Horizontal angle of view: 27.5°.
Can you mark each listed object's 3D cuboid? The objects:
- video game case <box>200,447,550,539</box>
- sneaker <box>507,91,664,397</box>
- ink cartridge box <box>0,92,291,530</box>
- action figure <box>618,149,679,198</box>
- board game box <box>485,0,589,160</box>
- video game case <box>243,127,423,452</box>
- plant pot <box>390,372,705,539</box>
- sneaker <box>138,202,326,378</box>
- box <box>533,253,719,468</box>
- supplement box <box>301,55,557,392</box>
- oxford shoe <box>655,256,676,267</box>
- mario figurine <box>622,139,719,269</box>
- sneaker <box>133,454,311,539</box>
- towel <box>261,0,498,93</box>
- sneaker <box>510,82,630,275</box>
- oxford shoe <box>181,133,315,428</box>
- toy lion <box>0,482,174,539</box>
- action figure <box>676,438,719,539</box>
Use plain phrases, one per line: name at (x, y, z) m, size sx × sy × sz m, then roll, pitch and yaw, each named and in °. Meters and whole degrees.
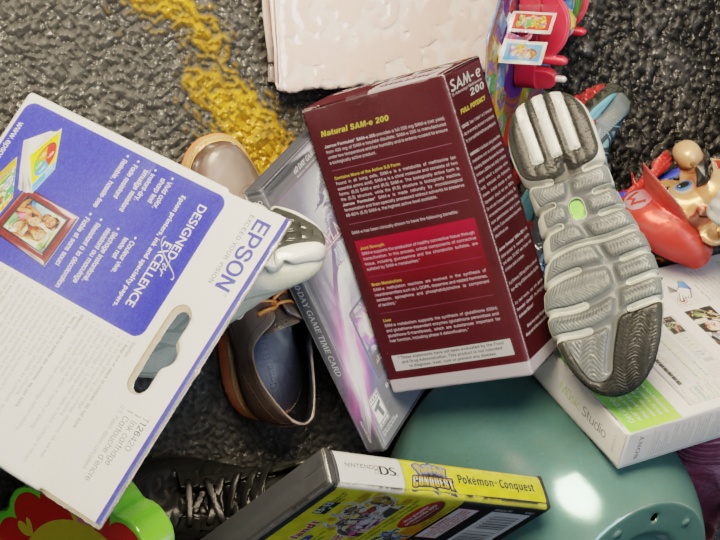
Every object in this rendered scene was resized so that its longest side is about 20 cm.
video game case at (-0.011, 0.173, 0.924) m, size 0.181 × 0.200 × 0.026 m, roll 13°, pitch 50°, yaw -39°
sneaker at (0.157, -0.014, 0.972) m, size 0.115 × 0.075 × 0.200 m, roll 27°, pitch 50°, yaw -71°
ink cartridge box at (-0.163, 0.021, 0.841) m, size 0.198 × 0.200 × 0.047 m, roll -58°, pitch 157°, yaw -11°
action figure at (0.227, -0.061, 1.128) m, size 0.200 × 0.065 × 0.052 m, roll -24°, pitch 80°, yaw -10°
board game box at (0.134, -0.171, 1.011) m, size 0.158 × 0.039 × 0.200 m, roll 58°, pitch 46°, yaw -62°
video game case at (0.000, 0.000, 0.993) m, size 0.143 × 0.019 × 0.200 m, roll -52°, pitch 125°, yaw -50°
plant pot at (0.140, 0.171, 1.028) m, size 0.200 × 0.161 × 0.201 m, roll -15°, pitch 122°, yaw -25°
sneaker at (-0.110, 0.018, 0.903) m, size 0.200 × 0.075 × 0.081 m, roll -17°, pitch 122°, yaw 12°
box at (0.218, 0.056, 1.018) m, size 0.200 × 0.144 × 0.036 m, roll -11°, pitch 130°, yaw -27°
supplement box at (0.048, -0.027, 0.958) m, size 0.061 × 0.109 × 0.200 m, roll -36°, pitch 112°, yaw -55°
oxford shoe at (0.222, 0.027, 1.153) m, size 0.200 × 0.071 × 0.073 m, roll -1°, pitch 75°, yaw -33°
mario figurine at (0.276, -0.077, 1.042) m, size 0.200 × 0.123 × 0.106 m, roll -21°, pitch 75°, yaw 0°
sneaker at (-0.060, 0.148, 0.962) m, size 0.200 × 0.104 × 0.060 m, roll 8°, pitch 73°, yaw -34°
towel at (0.019, -0.223, 1.003) m, size 0.200 × 0.032 × 0.191 m, roll -9°, pitch 103°, yaw -29°
sneaker at (0.147, -0.040, 1.074) m, size 0.095 × 0.079 × 0.200 m, roll 31°, pitch 91°, yaw -15°
oxford shoe at (-0.064, 0.008, 0.961) m, size 0.071 × 0.073 × 0.200 m, roll -23°, pitch 108°, yaw -25°
toy lion at (-0.158, 0.223, 0.898) m, size 0.069 × 0.192 × 0.200 m, roll -27°, pitch 154°, yaw -55°
action figure at (0.259, 0.129, 1.123) m, size 0.134 × 0.149 × 0.200 m, roll -18°, pitch 132°, yaw -6°
